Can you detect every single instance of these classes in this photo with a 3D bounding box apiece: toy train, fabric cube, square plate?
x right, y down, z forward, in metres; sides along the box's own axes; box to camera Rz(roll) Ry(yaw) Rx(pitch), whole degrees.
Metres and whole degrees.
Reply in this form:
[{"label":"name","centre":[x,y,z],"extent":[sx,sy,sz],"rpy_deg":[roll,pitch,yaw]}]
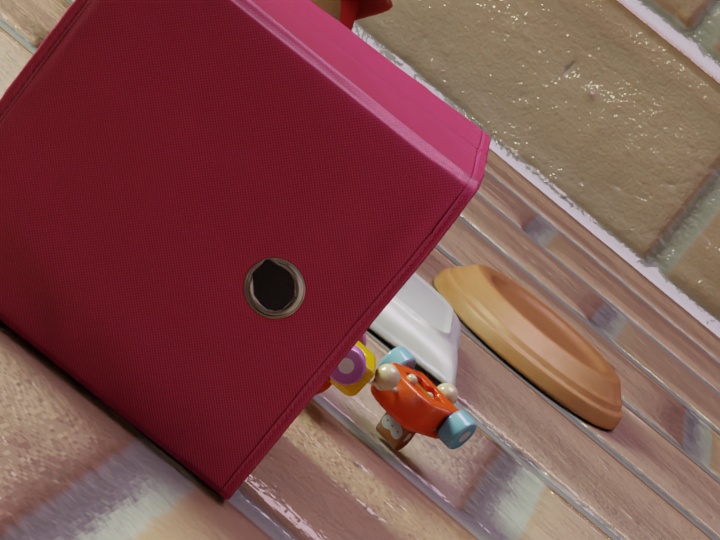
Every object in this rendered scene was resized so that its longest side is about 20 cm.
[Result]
[{"label":"toy train","centre":[-0.027,0.039,1.444],"extent":[0.200,0.056,0.150],"rpy_deg":[45,10,18]},{"label":"fabric cube","centre":[-0.073,-0.042,1.196],"extent":[0.199,0.196,0.200],"rpy_deg":[39,10,-3]},{"label":"square plate","centre":[0.000,0.000,1.801],"extent":[0.200,0.028,0.198],"rpy_deg":[39,10,-3]}]

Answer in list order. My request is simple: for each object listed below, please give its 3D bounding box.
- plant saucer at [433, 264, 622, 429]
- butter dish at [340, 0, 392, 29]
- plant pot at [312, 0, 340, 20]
[{"label":"plant saucer","centre":[0.150,0.058,2.081],"extent":[0.200,0.037,0.200],"rpy_deg":[38,9,-7]},{"label":"butter dish","centre":[-0.106,-0.191,1.988],"extent":[0.200,0.148,0.199],"rpy_deg":[-7,-23,38]},{"label":"plant pot","centre":[-0.121,-0.165,1.746],"extent":[0.186,0.186,0.200],"rpy_deg":[38,24,-8]}]
